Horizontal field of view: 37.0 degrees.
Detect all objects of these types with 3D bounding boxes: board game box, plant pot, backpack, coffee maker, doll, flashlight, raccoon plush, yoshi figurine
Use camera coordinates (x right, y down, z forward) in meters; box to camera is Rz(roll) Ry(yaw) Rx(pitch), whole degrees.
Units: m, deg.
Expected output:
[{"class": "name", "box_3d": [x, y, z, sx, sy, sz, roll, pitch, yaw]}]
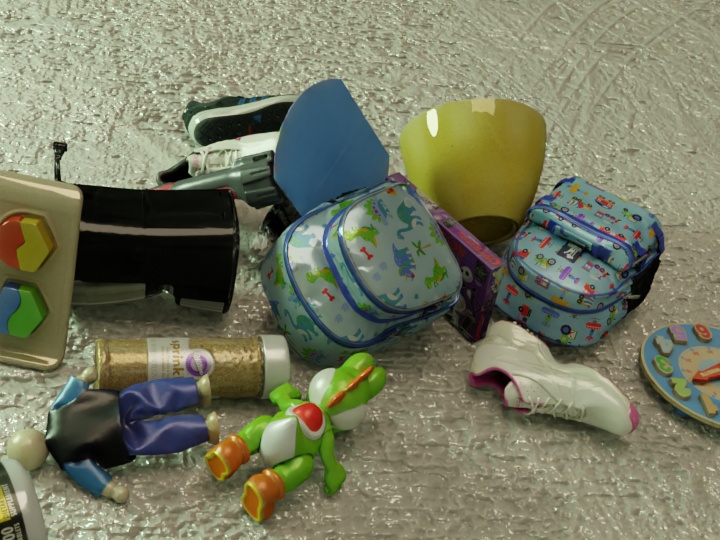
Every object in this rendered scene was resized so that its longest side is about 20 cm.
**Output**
[{"class": "board game box", "box_3d": [-0.045, -0.128, 1.305, 0.039, 0.200, 0.158, 9, 57, 42]}, {"class": "plant pot", "box_3d": [0.154, -0.116, 1.429, 0.199, 0.200, 0.143, 3, 67, -13]}, {"class": "backpack", "box_3d": [0.262, -0.005, 1.344, 0.182, 0.135, 0.200, 33, 43, 23]}, {"class": "coffee maker", "box_3d": [-0.235, -0.036, 1.188, 0.199, 0.192, 0.135, 0, 58, -13]}, {"class": "doll", "box_3d": [-0.240, 0.158, 1.046, 0.199, 0.048, 0.137, -9, 70, -16]}, {"class": "flashlight", "box_3d": [-0.185, -0.083, 1.292, 0.199, 0.068, 0.068, -11, 59, 18]}, {"class": "board game box", "box_3d": [0.091, -0.017, 1.319, 0.032, 0.120, 0.200, -18, 47, -35]}, {"class": "raccoon plush", "box_3d": [-0.051, -0.050, 1.367, 0.133, 0.097, 0.201, 24, 55, -1]}, {"class": "yoshi figurine", "box_3d": [-0.056, 0.163, 1.089, 0.200, 0.113, 0.112, -37, 28, -30]}, {"class": "backpack", "box_3d": [0.000, 0.000, 1.216, 0.199, 0.147, 0.184, -25, 84, -33]}]

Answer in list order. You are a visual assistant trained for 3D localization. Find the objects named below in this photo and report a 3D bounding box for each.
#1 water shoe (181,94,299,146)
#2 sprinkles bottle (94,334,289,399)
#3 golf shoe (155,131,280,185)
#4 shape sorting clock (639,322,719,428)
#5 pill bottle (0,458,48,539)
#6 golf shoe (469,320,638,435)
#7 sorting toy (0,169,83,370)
[{"class": "water shoe", "box_3d": [-0.157, -0.230, 1.553, 0.199, 0.072, 0.079, -9, 41, -27]}, {"class": "sprinkles bottle", "box_3d": [-0.176, 0.103, 1.132, 0.199, 0.068, 0.068, 0, 40, -16]}, {"class": "golf shoe", "box_3d": [-0.166, -0.123, 1.331, 0.092, 0.199, 0.073, 9, 69, -49]}, {"class": "shape sorting clock", "box_3d": [0.437, 0.126, 1.307, 0.199, 0.039, 0.201, 8, 38, -7]}, {"class": "pill bottle", "box_3d": [-0.365, 0.233, 0.877, 0.199, 0.113, 0.113, -14, 45, -30]}, {"class": "golf shoe", "box_3d": [0.212, 0.139, 1.212, 0.199, 0.076, 0.092, 30, 56, 23]}, {"class": "sorting toy", "box_3d": [-0.388, -0.004, 1.106, 0.184, 0.201, 0.036, 11, 16, -2]}]
